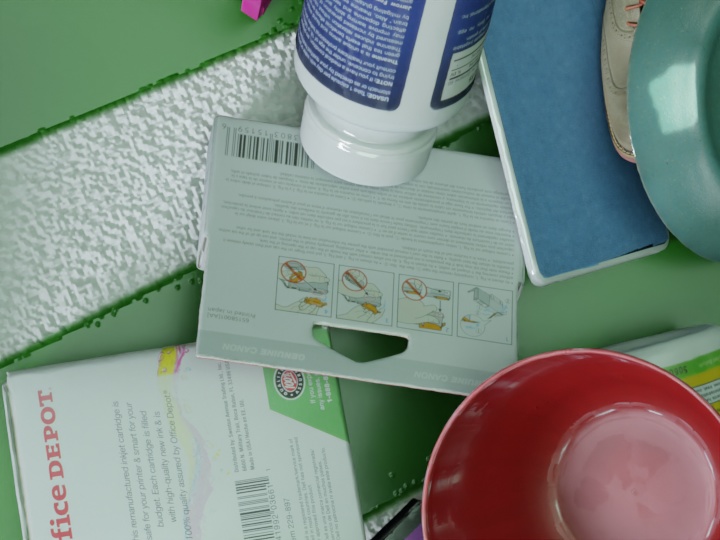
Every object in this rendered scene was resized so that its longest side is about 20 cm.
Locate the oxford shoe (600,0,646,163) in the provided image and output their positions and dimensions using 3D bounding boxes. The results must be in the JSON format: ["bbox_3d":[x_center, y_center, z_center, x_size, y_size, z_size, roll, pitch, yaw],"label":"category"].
[{"bbox_3d":[0.174,-0.167,1.544,0.070,0.075,0.202,-4,70,24],"label":"oxford shoe"}]

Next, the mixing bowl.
[{"bbox_3d":[0.146,0.137,1.444,0.198,0.108,0.202,3,98,21],"label":"mixing bowl"}]

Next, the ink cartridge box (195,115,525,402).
[{"bbox_3d":[0.000,0.000,1.516,0.198,0.044,0.175,8,58,-7],"label":"ink cartridge box"}]

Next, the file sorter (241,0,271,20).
[{"bbox_3d":[-0.061,-0.278,1.508,0.125,0.139,0.201,31,85,-3],"label":"file sorter"}]

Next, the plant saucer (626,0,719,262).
[{"bbox_3d":[0.240,-0.105,1.539,0.199,0.036,0.202,0,90,-44],"label":"plant saucer"}]

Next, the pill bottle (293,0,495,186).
[{"bbox_3d":[0.021,-0.153,1.475,0.110,0.111,0.201,9,129,-7],"label":"pill bottle"}]

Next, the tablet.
[{"bbox_3d":[0.126,-0.099,1.559,0.130,0.014,0.202,-15,90,-42],"label":"tablet"}]

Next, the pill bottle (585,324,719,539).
[{"bbox_3d":[0.194,0.143,1.545,0.110,0.111,0.202,-14,90,-7],"label":"pill bottle"}]

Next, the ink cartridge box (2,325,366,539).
[{"bbox_3d":[-0.107,0.124,1.505,0.198,0.088,0.147,-8,75,-9],"label":"ink cartridge box"}]

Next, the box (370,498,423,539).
[{"bbox_3d":[0.051,0.263,1.563,0.143,0.036,0.200,-42,93,-5],"label":"box"}]
